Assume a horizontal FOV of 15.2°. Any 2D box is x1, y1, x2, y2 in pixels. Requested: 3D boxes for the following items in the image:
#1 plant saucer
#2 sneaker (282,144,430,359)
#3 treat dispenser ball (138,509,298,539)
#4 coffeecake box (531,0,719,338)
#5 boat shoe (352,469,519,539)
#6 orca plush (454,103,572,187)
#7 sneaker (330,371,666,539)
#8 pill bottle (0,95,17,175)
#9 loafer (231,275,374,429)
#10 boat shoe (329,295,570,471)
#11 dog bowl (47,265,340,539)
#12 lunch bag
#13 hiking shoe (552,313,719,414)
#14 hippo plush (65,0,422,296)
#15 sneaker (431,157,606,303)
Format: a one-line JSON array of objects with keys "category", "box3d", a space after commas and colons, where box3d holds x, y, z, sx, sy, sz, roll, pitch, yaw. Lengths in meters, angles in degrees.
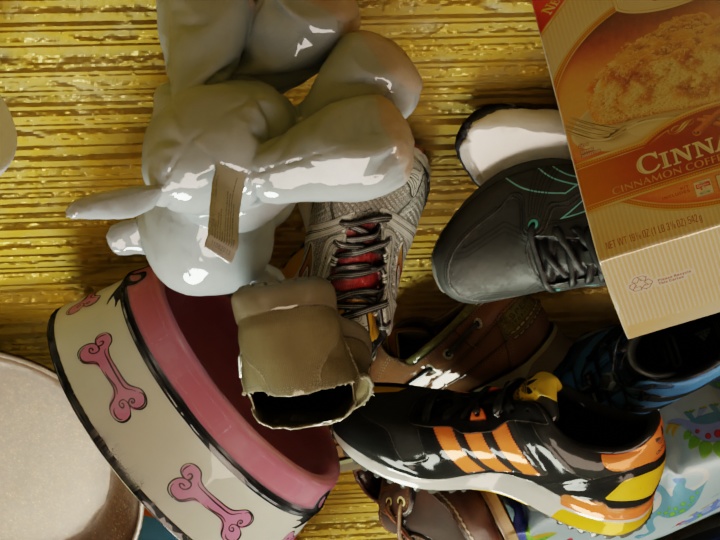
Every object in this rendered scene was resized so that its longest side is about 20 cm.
[{"category": "plant saucer", "box3d": [-0.229, 0.124, 1.676, 0.200, 0.037, 0.201, 4, 123, 7]}, {"category": "sneaker", "box3d": [0.000, 0.000, 1.584, 0.078, 0.082, 0.200, 0, 139, -12]}, {"category": "treat dispenser ball", "box3d": [-0.111, 0.249, 1.765, 0.200, 0.201, 0.201, -6, 141, -5]}, {"category": "coffeecake box", "box3d": [0.187, -0.080, 1.435, 0.153, 0.200, 0.073, -17, 140, 7]}, {"category": "boat shoe", "box3d": [0.045, 0.145, 1.688, 0.070, 0.200, 0.070, -25, 102, -7]}, {"category": "orca plush", "box3d": [0.151, -0.058, 1.566, 0.200, 0.071, 0.105, 6, 114, -2]}, {"category": "sneaker", "box3d": [0.083, 0.087, 1.578, 0.200, 0.070, 0.090, 16, 130, 5]}, {"category": "pill bottle", "box3d": [-0.277, -0.029, 1.463, 0.114, 0.114, 0.200, 22, 131, -33]}, {"category": "loafer", "box3d": [-0.035, 0.057, 1.494, 0.076, 0.068, 0.200, -5, 164, 9]}, {"category": "boat shoe", "box3d": [0.038, 0.060, 1.686, 0.200, 0.072, 0.068, -30, 107, 33]}, {"category": "dog bowl", "box3d": [-0.091, 0.080, 1.582, 0.074, 0.200, 0.200, -39, 134, 12]}, {"category": "lunch bag", "box3d": [0.166, 0.136, 1.758, 0.170, 0.128, 0.200, -18, 158, -2]}, {"category": "hiking shoe", "box3d": [0.161, 0.055, 1.610, 0.200, 0.074, 0.087, -32, 161, 21]}, {"category": "hippo plush", "box3d": [-0.053, -0.047, 1.447, 0.159, 0.200, 0.161, 15, 147, 3]}, {"category": "sneaker", "box3d": [0.132, -0.026, 1.499, 0.200, 0.079, 0.075, -21, 115, 12]}]
